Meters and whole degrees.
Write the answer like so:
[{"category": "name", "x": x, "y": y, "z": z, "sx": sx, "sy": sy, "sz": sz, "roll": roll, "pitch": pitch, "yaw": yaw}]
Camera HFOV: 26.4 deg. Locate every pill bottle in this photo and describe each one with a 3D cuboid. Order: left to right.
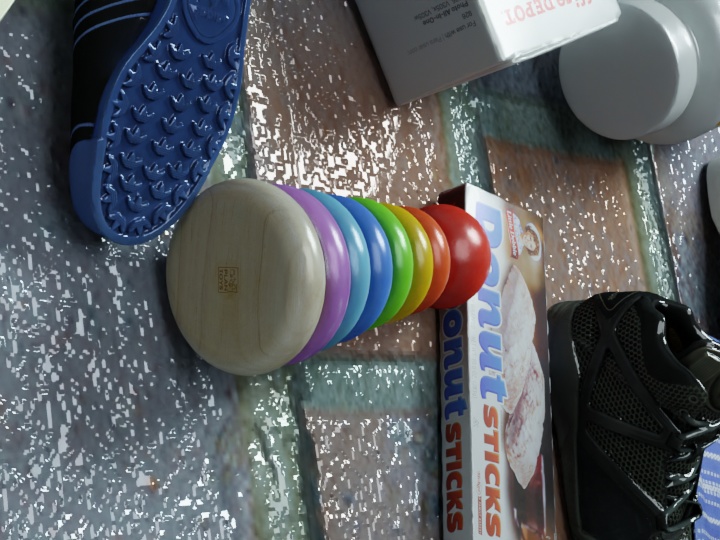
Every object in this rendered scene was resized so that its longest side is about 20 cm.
[{"category": "pill bottle", "x": 0.212, "y": -0.146, "z": 1.002, "sx": 0.199, "sy": 0.112, "sz": 0.114, "roll": -24, "pitch": 94, "yaw": -49}]

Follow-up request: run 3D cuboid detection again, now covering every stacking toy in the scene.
[{"category": "stacking toy", "x": 0.000, "y": 0.000, "z": 0.741, "sx": 0.199, "sy": 0.085, "sz": 0.087, "roll": -3, "pitch": 78, "yaw": -55}]

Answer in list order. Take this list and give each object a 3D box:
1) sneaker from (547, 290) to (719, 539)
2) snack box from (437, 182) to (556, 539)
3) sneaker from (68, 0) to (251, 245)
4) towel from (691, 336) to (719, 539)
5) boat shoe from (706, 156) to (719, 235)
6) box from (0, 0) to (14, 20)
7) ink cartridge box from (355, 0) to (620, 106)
[{"category": "sneaker", "x": 0.173, "y": 0.107, "z": 0.866, "sx": 0.076, "sy": 0.113, "sz": 0.202, "roll": -3, "pitch": 80, "yaw": -47}, {"category": "snack box", "x": 0.074, "y": 0.058, "z": 0.837, "sx": 0.071, "sy": 0.024, "sz": 0.203, "roll": 19, "pitch": 63, "yaw": -42}, {"category": "sneaker", "x": -0.095, "y": -0.112, "z": 0.682, "sx": 0.070, "sy": 0.077, "sz": 0.203, "roll": 22, "pitch": 82, "yaw": -45}, {"category": "towel", "x": 0.249, "y": 0.143, "z": 1.007, "sx": 0.144, "sy": 0.024, "sz": 0.203, "roll": 22, "pitch": 61, "yaw": -44}, {"category": "boat shoe", "x": 0.290, "y": 0.004, "z": 1.062, "sx": 0.074, "sy": 0.060, "sz": 0.203, "roll": 25, "pitch": 53, "yaw": -44}, {"category": "box", "x": -0.224, "y": -0.124, "z": 0.510, "sx": 0.200, "sy": 0.096, "sz": 0.177, "roll": 45, "pitch": 47, "yaw": -27}, {"category": "ink cartridge box", "x": 0.050, "y": -0.209, "z": 0.862, "sx": 0.145, "sy": 0.083, "sz": 0.202, "roll": -26, "pitch": 96, "yaw": -50}]
